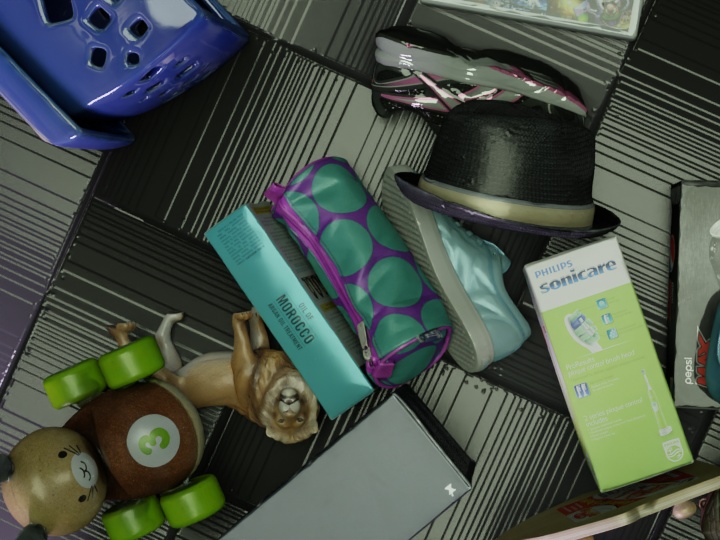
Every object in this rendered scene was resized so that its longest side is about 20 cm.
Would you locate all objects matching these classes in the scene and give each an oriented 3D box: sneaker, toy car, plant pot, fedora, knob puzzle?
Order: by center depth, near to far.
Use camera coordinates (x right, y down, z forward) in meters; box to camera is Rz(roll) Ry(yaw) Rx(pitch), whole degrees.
[{"bbox_3d":[0.207,0.210,1.434,0.219,0.220,0.031,-20,88,4],"label":"knob puzzle"},{"bbox_3d":[0.132,-0.092,1.444,0.200,0.201,0.092,12,103,5],"label":"fedora"},{"bbox_3d":[-0.244,0.173,1.453,0.158,0.200,0.165,-21,94,39],"label":"toy car"},{"bbox_3d":[-0.239,-0.218,1.482,0.180,0.200,0.200,-45,87,8],"label":"plant pot"},{"bbox_3d":[0.087,-0.009,1.522,0.082,0.074,0.200,-21,81,-26],"label":"sneaker"},{"bbox_3d":[0.102,-0.154,1.522,0.200,0.080,0.087,17,113,3],"label":"sneaker"}]

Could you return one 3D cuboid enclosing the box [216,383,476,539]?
[{"bbox_3d":[-0.008,0.200,1.459,0.200,0.182,0.104,-40,87,2],"label":"box"}]

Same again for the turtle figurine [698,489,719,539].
[{"bbox_3d":[0.334,0.206,1.421,0.100,0.200,0.150,2,91,10],"label":"turtle figurine"}]

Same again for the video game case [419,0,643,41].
[{"bbox_3d":[0.167,-0.314,1.535,0.199,0.023,0.182,11,89,4],"label":"video game case"}]

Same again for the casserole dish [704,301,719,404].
[{"bbox_3d":[0.363,0.078,1.460,0.200,0.039,0.121,17,81,-34],"label":"casserole dish"}]

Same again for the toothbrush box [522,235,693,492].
[{"bbox_3d":[0.210,0.078,1.463,0.086,0.146,0.200,-18,88,5],"label":"toothbrush box"}]

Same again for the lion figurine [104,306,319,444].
[{"bbox_3d":[-0.135,0.098,1.536,0.199,0.072,0.123,-4,96,18],"label":"lion figurine"}]

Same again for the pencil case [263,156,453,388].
[{"bbox_3d":[0.000,0.000,1.491,0.200,0.092,0.085,57,137,18],"label":"pencil case"}]

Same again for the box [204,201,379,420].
[{"bbox_3d":[-0.055,0.033,1.514,0.049,0.082,0.200,-35,86,12],"label":"box"}]

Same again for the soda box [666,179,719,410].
[{"bbox_3d":[0.308,0.022,1.497,0.071,0.063,0.201,2,90,5],"label":"soda box"}]
